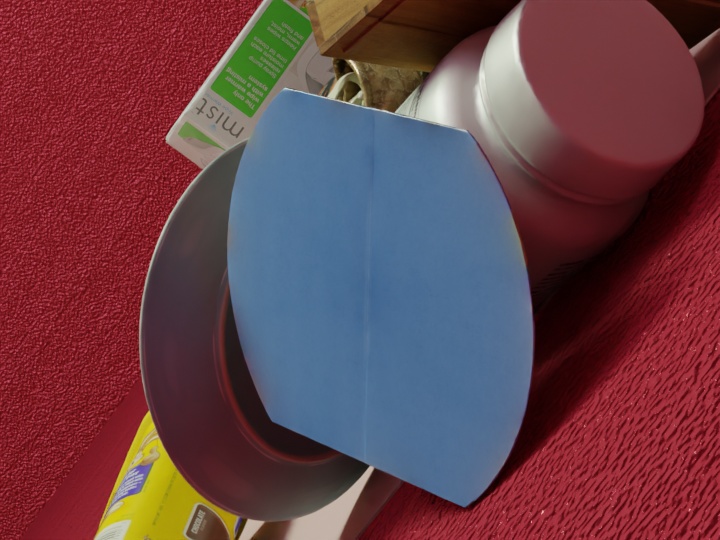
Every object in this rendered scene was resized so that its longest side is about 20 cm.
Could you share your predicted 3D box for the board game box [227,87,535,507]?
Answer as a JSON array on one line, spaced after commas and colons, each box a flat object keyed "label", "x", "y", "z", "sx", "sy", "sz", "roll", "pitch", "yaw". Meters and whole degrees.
[{"label": "board game box", "x": 0.016, "y": 0.005, "z": 0.800, "sx": 0.199, "sy": 0.039, "sz": 0.159, "roll": 18, "pitch": 112, "yaw": 46}]

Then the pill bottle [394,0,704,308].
[{"label": "pill bottle", "x": 0.063, "y": -0.041, "z": 0.845, "sx": 0.200, "sy": 0.113, "sz": 0.114, "roll": -44, "pitch": 12, "yaw": 52}]

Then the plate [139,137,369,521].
[{"label": "plate", "x": -0.029, "y": 0.029, "z": 0.933, "sx": 0.025, "sy": 0.200, "sz": 0.201, "roll": 3, "pitch": 51, "yaw": 43}]

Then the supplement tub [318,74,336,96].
[{"label": "supplement tub", "x": 0.026, "y": -0.103, "z": 1.357, "sx": 0.123, "sy": 0.122, "sz": 0.200, "roll": -55, "pitch": 6, "yaw": -5}]

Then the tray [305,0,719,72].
[{"label": "tray", "x": 0.082, "y": -0.125, "z": 0.855, "sx": 0.099, "sy": 0.199, "sz": 0.037, "roll": -35, "pitch": 63, "yaw": 43}]

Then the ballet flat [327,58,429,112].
[{"label": "ballet flat", "x": -0.007, "y": -0.034, "z": 1.031, "sx": 0.070, "sy": 0.065, "sz": 0.201, "roll": 147, "pitch": 133, "yaw": -70}]

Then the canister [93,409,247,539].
[{"label": "canister", "x": -0.124, "y": 0.180, "z": 1.096, "sx": 0.200, "sy": 0.086, "sz": 0.149, "roll": -72, "pitch": 6, "yaw": -62}]

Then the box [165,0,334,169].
[{"label": "box", "x": -0.032, "y": -0.126, "z": 1.544, "sx": 0.177, "sy": 0.200, "sz": 0.097, "roll": -55, "pitch": 7, "yaw": -18}]
